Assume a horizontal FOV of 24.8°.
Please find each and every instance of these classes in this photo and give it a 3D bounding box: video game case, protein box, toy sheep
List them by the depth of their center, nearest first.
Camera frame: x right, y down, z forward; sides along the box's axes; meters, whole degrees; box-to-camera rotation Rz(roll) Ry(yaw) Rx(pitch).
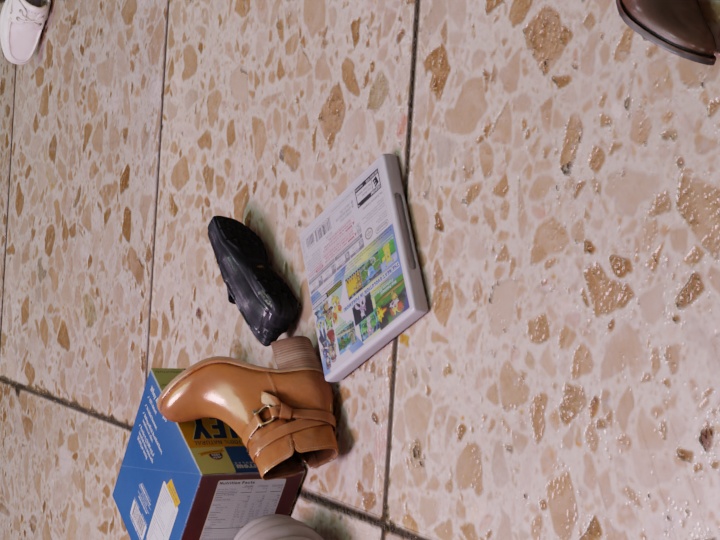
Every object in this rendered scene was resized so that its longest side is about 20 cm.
[{"bbox_3d":[0.000,0.000,1.773,0.200,0.022,0.183,-41,53,50],"label":"video game case"},{"bbox_3d":[-0.087,0.341,1.791,0.200,0.137,0.139,40,122,58],"label":"toy sheep"},{"bbox_3d":[-0.187,0.256,1.963,0.199,0.134,0.201,55,133,47],"label":"protein box"}]

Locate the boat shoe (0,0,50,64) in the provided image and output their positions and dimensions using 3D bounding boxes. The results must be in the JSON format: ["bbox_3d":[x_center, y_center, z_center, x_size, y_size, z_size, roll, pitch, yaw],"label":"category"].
[{"bbox_3d":[-0.548,-0.435,2.703,0.069,0.070,0.201,34,116,58],"label":"boat shoe"}]

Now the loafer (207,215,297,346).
[{"bbox_3d":[-0.140,0.009,1.966,0.071,0.068,0.201,-59,43,25],"label":"loafer"}]

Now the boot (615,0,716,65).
[{"bbox_3d":[0.269,-0.289,1.299,0.201,0.064,0.187,-61,41,30],"label":"boot"}]

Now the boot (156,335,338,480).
[{"bbox_3d":[-0.123,0.172,1.831,0.077,0.199,0.156,76,178,-56],"label":"boot"}]
